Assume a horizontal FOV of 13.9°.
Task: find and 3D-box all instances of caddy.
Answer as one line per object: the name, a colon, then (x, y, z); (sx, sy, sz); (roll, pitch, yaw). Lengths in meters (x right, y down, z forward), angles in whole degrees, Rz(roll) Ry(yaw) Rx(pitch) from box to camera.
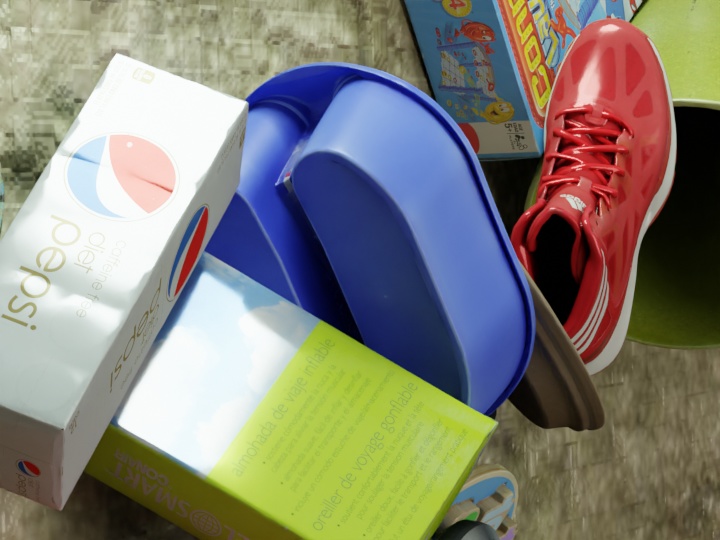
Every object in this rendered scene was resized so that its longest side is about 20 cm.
caddy: (0.000, 0.000, 1.418); (0.200, 0.141, 0.105); (67, 29, -17)

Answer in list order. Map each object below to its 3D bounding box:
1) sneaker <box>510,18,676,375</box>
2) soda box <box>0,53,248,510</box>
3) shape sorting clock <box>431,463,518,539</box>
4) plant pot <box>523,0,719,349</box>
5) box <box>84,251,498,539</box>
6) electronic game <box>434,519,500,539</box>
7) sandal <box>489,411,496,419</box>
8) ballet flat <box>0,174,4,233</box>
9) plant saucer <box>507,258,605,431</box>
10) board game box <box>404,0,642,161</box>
sneaker: (0.126, -0.048, 1.580); (0.116, 0.078, 0.201); (55, 39, -77)
soda box: (-0.117, 0.002, 1.281); (0.064, 0.068, 0.200); (100, 14, -52)
shape sorting clock: (0.013, 0.179, 1.468); (0.200, 0.039, 0.200); (-48, 163, -20)
plant pot: (0.200, -0.088, 1.775); (0.200, 0.187, 0.187); (-79, 151, -48)
box: (-0.052, 0.066, 1.332); (0.122, 0.200, 0.048); (-54, 172, -44)
electronic game: (0.030, 0.213, 1.364); (0.200, 0.042, 0.201); (13, 90, -73)
sandal: (0.014, 0.082, 1.530); (0.200, 0.076, 0.043); (-45, 140, -64)
ballet flat: (-0.185, -0.048, 1.185); (0.200, 0.074, 0.074); (41, 55, -53)
plant saucer: (0.058, 0.006, 1.531); (0.029, 0.200, 0.200); (-36, 132, -6)
board game box: (0.088, -0.198, 1.677); (0.196, 0.056, 0.200); (-56, 136, -45)
